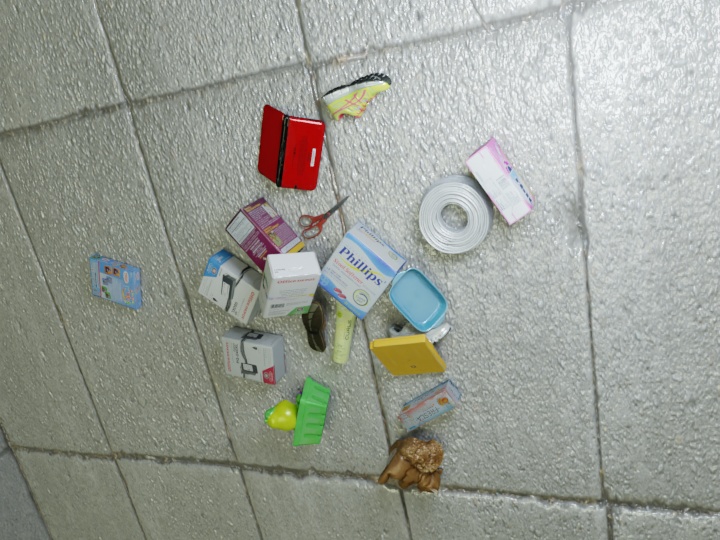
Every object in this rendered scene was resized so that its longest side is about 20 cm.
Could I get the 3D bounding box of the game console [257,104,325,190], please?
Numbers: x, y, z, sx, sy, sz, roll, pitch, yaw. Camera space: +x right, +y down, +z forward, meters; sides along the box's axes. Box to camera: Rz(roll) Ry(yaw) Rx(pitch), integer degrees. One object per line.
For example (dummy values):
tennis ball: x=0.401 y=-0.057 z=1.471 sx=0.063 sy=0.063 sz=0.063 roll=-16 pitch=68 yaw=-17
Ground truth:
game console: x=-0.199 y=-0.349 z=1.691 sx=0.168 sy=0.119 sz=0.204 roll=4 pitch=118 yaw=-14

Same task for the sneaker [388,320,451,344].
sneaker: x=0.167 y=0.179 z=1.731 sx=0.197 sy=0.075 sz=0.083 roll=-18 pitch=95 yaw=28

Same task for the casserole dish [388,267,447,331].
casserole dish: x=0.158 y=0.079 z=1.668 sx=0.121 sy=0.039 sz=0.200 roll=-46 pitch=109 yaw=-3

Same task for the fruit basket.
fruit basket: x=-0.211 y=0.468 z=1.958 sx=0.210 sy=0.156 sz=0.220 roll=3 pitch=116 yaw=5

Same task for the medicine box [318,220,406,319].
medicine box: x=0.000 y=0.000 z=1.704 sx=0.181 sy=0.103 sz=0.201 roll=38 pitch=122 yaw=4

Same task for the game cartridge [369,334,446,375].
game cartridge: x=0.138 y=0.246 z=1.726 sx=0.172 sy=0.033 sz=0.201 roll=-8 pitch=143 yaw=23

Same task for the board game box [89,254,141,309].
board game box: x=-0.877 y=0.041 z=2.132 sx=0.196 sy=0.037 sz=0.155 roll=16 pitch=117 yaw=17

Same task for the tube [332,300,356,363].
tube: x=-0.052 y=0.187 z=1.839 sx=0.057 sy=0.052 sz=0.205 roll=0 pitch=113 yaw=-22

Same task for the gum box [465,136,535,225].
gum box: x=0.349 y=-0.216 z=1.458 sx=0.066 sy=0.114 sz=0.201 roll=-34 pitch=96 yaw=31

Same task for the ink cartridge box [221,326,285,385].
ink cartridge box: x=-0.357 y=0.283 z=1.986 sx=0.195 sy=0.083 sz=0.149 roll=8 pitch=114 yaw=20

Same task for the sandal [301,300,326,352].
sandal: x=-0.134 y=0.169 z=1.866 sx=0.080 sy=0.055 sz=0.203 roll=11 pitch=129 yaw=25

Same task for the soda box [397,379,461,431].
soda box: x=0.208 y=0.411 z=1.809 sx=0.199 sy=0.068 sz=0.064 roll=-36 pitch=96 yaw=31

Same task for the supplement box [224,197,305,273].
supplement box: x=-0.281 y=-0.098 z=1.766 sx=0.201 sy=0.131 sz=0.103 roll=48 pitch=121 yaw=-1

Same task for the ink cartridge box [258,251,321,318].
ink cartridge box: x=-0.207 y=0.042 z=1.717 sx=0.202 sy=0.142 sz=0.085 roll=113 pitch=144 yaw=-49

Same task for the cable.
cable: x=0.245 y=-0.144 z=1.558 sx=0.196 sy=0.069 sz=0.204 roll=-9 pitch=108 yaw=26

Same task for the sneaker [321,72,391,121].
sneaker: x=-0.001 y=-0.445 z=1.541 sx=0.196 sy=0.078 sz=0.092 roll=-10 pitch=116 yaw=32

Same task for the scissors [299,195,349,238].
scissors: x=-0.098 y=-0.153 z=1.735 sx=0.197 sy=0.014 sz=0.074 roll=-20 pitch=100 yaw=28

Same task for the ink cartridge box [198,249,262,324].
ink cartridge box: x=-0.404 y=0.053 z=1.908 sx=0.198 sy=0.084 sz=0.146 roll=32 pitch=121 yaw=7

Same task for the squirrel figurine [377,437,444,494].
squirrel figurine: x=0.185 y=0.619 z=1.872 sx=0.185 sy=0.142 sz=0.201 roll=33 pitch=123 yaw=-1
